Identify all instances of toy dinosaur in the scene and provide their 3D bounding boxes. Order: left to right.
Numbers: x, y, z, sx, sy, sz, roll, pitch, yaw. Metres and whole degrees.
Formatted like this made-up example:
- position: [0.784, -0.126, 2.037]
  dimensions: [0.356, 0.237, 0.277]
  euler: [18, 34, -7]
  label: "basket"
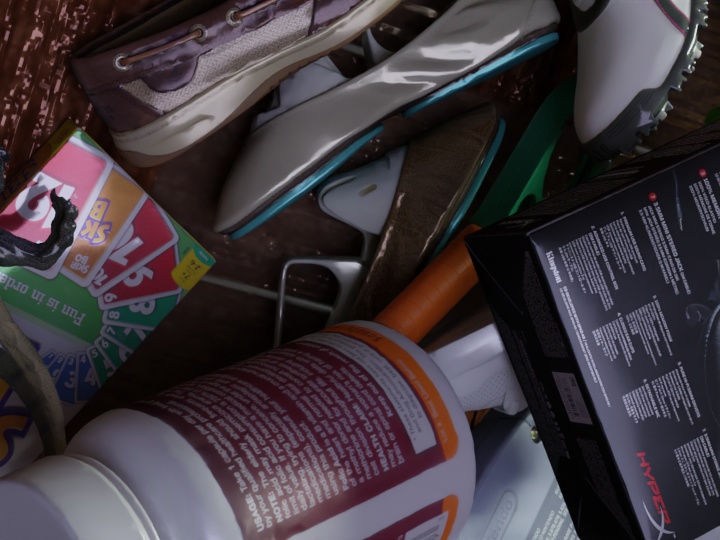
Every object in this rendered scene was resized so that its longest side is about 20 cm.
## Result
- position: [-0.172, -0.011, 0.773]
  dimensions: [0.200, 0.048, 0.088]
  euler: [42, 78, 8]
  label: "toy dinosaur"

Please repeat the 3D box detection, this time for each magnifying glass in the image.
- position: [0.069, -0.025, 0.860]
  dimensions: [0.200, 0.022, 0.080]
  euler: [-46, 147, -35]
  label: "magnifying glass"

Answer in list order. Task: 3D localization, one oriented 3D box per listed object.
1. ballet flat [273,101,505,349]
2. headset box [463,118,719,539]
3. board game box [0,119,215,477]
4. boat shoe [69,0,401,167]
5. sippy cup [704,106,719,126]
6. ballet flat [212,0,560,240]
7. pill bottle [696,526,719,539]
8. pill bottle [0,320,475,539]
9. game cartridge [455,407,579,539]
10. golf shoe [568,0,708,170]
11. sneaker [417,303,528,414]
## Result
- position: [0.000, 0.000, 0.872]
  dimensions: [0.072, 0.068, 0.202]
  euler: [24, 99, -7]
  label: "ballet flat"
- position: [0.167, 0.014, 0.786]
  dimensions: [0.199, 0.077, 0.150]
  euler: [-25, 98, -18]
  label: "headset box"
- position: [-0.168, 0.036, 0.826]
  dimensions: [0.200, 0.030, 0.096]
  euler: [-47, 116, -2]
  label: "board game box"
- position: [-0.042, -0.132, 0.808]
  dimensions: [0.199, 0.072, 0.072]
  euler: [-36, 116, -3]
  label: "boat shoe"
- position: [0.263, -0.107, 0.915]
  dimensions: [0.178, 0.139, 0.131]
  euler: [-43, 110, -50]
  label: "sippy cup"
- position: [0.002, -0.090, 0.847]
  dimensions: [0.199, 0.069, 0.070]
  euler: [-32, 114, -14]
  label: "ballet flat"
- position: [0.196, 0.194, 0.907]
  dimensions: [0.111, 0.111, 0.201]
  euler: [-36, 139, -10]
  label: "pill bottle"
- position: [-0.055, 0.100, 0.745]
  dimensions: [0.199, 0.113, 0.116]
  euler: [-19, 113, -42]
  label: "pill bottle"
- position: [0.079, 0.157, 0.881]
  dimensions: [0.133, 0.041, 0.201]
  euler: [46, 56, -23]
  label: "game cartridge"
- position: [0.119, -0.144, 0.847]
  dimensions: [0.087, 0.077, 0.202]
  euler: [23, 64, -16]
  label: "golf shoe"
- position: [0.109, 0.058, 0.839]
  dimensions: [0.198, 0.074, 0.117]
  euler: [-22, 95, -8]
  label: "sneaker"
